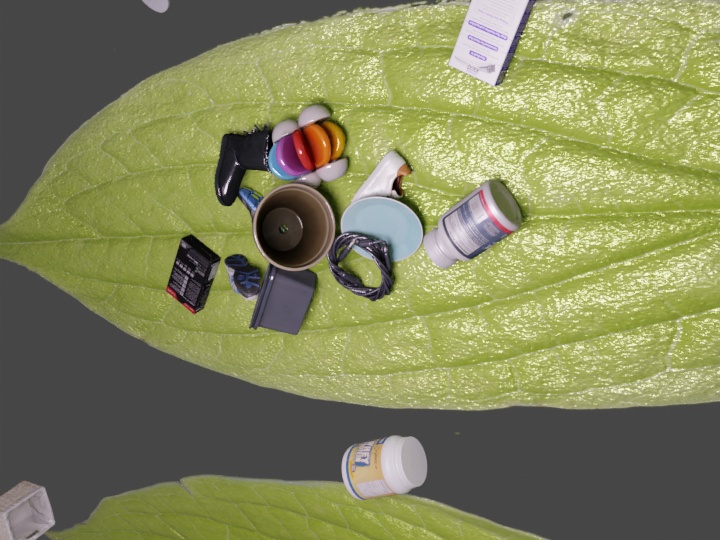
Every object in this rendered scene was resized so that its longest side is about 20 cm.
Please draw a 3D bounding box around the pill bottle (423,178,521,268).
[{"bbox_3d":[0.236,-0.092,1.373,0.199,0.119,0.121,-36,89,35],"label":"pill bottle"}]

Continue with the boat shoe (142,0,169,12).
[{"bbox_3d":[-0.555,-0.753,1.619,0.071,0.066,0.200,-33,111,31],"label":"boat shoe"}]

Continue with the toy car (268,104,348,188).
[{"bbox_3d":[-0.136,-0.278,1.500,0.197,0.150,0.179,-18,99,33],"label":"toy car"}]

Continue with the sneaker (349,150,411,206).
[{"bbox_3d":[0.044,-0.174,1.480,0.085,0.072,0.201,45,122,11],"label":"sneaker"}]

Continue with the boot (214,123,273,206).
[{"bbox_3d":[-0.282,-0.263,1.607,0.159,0.073,0.204,3,86,29],"label":"boot"}]

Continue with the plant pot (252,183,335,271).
[{"bbox_3d":[-0.177,-0.102,1.559,0.204,0.197,0.173,68,163,-8],"label":"plant pot"}]

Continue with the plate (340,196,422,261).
[{"bbox_3d":[0.051,-0.100,1.496,0.195,0.026,0.203,8,137,7],"label":"plate"}]

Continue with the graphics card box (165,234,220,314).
[{"bbox_3d":[-0.494,0.012,1.877,0.124,0.051,0.203,35,123,15],"label":"graphics card box"}]

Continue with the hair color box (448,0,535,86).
[{"bbox_3d":[0.262,-0.480,1.248,0.108,0.065,0.203,30,118,17],"label":"hair color box"}]

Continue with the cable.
[{"bbox_3d":[0.000,0.000,1.548,0.159,0.051,0.203,1,131,14],"label":"cable"}]

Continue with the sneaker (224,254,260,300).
[{"bbox_3d":[-0.314,0.030,1.736,0.200,0.074,0.079,-130,29,-53],"label":"sneaker"}]

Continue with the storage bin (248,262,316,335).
[{"bbox_3d":[-0.201,0.067,1.688,0.131,0.147,0.203,18,120,-10],"label":"storage bin"}]

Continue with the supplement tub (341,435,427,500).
[{"bbox_3d":[0.063,0.519,1.684,0.197,0.144,0.147,-23,96,34],"label":"supplement tub"}]

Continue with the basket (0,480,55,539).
[{"bbox_3d":[-1.454,1.044,2.730,0.157,0.197,0.205,6,112,30],"label":"basket"}]

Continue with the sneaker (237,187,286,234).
[{"bbox_3d":[-0.267,-0.128,1.680,0.082,0.071,0.202,-33,93,28],"label":"sneaker"}]
